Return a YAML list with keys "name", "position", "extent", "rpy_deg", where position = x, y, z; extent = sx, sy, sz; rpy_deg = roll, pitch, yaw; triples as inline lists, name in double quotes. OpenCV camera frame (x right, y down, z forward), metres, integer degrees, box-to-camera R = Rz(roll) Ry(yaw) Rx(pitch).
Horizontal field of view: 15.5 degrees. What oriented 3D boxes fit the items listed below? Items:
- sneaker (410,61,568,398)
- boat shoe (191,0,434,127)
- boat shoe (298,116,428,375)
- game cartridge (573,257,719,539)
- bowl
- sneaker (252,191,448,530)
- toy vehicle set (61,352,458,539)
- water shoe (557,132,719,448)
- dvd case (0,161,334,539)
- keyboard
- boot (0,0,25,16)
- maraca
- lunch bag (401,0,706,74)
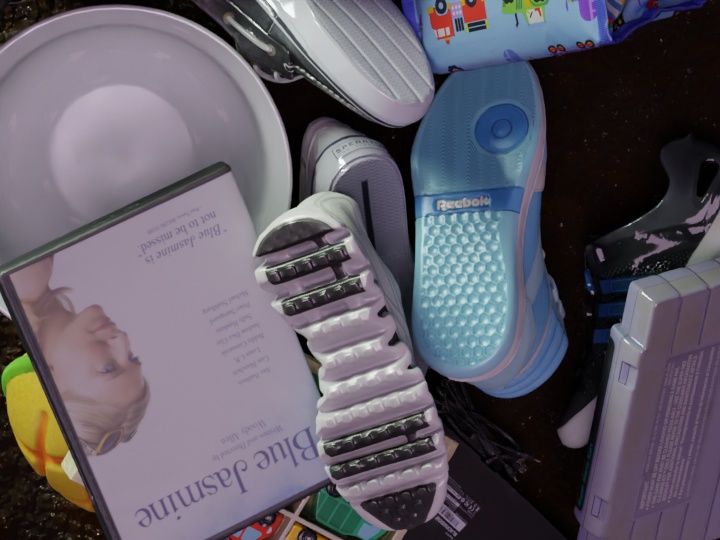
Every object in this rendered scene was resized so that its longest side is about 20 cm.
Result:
- name: "sneaker"
  position: [0.081, -0.019, 1.557]
  extent: [0.079, 0.131, 0.201]
  rpy_deg: [3, 73, 21]
- name: "boat shoe"
  position: [-0.037, -0.141, 1.493]
  extent: [0.200, 0.072, 0.071]
  rpy_deg: [47, 127, 23]
- name: "boat shoe"
  position: [0.000, 0.000, 1.565]
  extent: [0.073, 0.067, 0.201]
  rpy_deg: [-12, 124, -18]
- name: "game cartridge"
  position: [0.192, 0.081, 1.553]
  extent: [0.129, 0.038, 0.201]
  rpy_deg: [-11, 127, -28]
- name: "bowl"
  position: [-0.140, -0.060, 1.526]
  extent: [0.200, 0.090, 0.202]
  rpy_deg: [-1, 105, -4]
- name: "sneaker"
  position: [0.005, 0.049, 1.479]
  extent: [0.075, 0.081, 0.201]
  rpy_deg: [-13, 107, 16]
- name: "toy vehicle set"
  position: [-0.056, 0.105, 1.519]
  extent: [0.200, 0.027, 0.124]
  rpy_deg: [30, 91, -24]
- name: "water shoe"
  position: [0.162, 0.011, 1.573]
  extent: [0.079, 0.071, 0.200]
  rpy_deg: [35, 101, 8]
- name: "dvd case"
  position: [-0.102, 0.058, 1.464]
  extent: [0.142, 0.018, 0.200]
  rpy_deg: [-26, 111, -14]
- name: "keyboard"
  position: [0.054, 0.130, 1.608]
  extent: [0.104, 0.040, 0.200]
  rpy_deg: [-46, 118, -1]
- name: "boot"
  position: [-0.156, -0.186, 1.420]
  extent: [0.211, 0.158, 0.080]
  rpy_deg: [-7, 106, 28]
- name: "maraca"
  position: [-0.121, 0.101, 1.573]
  extent: [0.200, 0.137, 0.107]
  rpy_deg: [30, 65, -18]
- name: "lunch bag"
  position: [0.082, -0.220, 1.450]
  extent: [0.150, 0.094, 0.201]
  rpy_deg: [-5, 105, 46]
